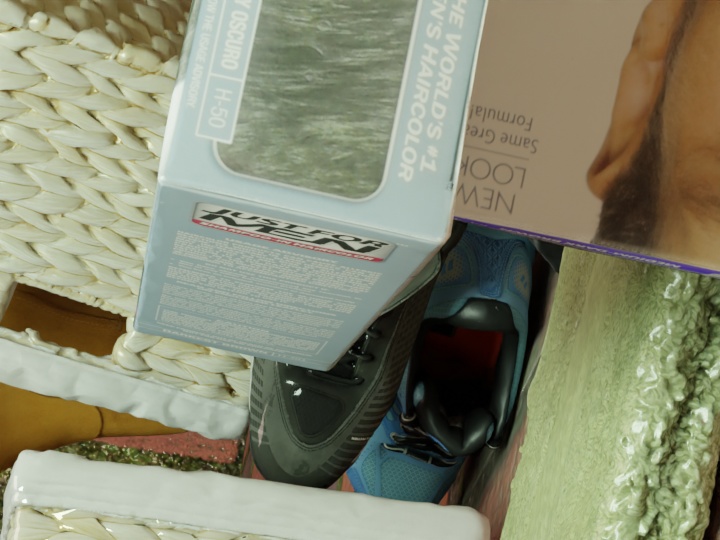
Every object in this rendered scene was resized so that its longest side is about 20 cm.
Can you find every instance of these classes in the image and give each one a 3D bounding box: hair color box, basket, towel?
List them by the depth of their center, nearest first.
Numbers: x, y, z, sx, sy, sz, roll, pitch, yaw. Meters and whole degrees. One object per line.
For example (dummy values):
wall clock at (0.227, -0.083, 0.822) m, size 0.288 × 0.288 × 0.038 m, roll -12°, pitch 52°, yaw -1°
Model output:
hair color box at (-0.014, -0.041, 0.517) m, size 0.200 × 0.060 × 0.100 m, roll 129°, pitch 153°, yaw -77°
hair color box at (0.085, -0.101, 0.520) m, size 0.065 × 0.109 × 0.201 m, roll -135°, pitch 57°, yaw -84°
towel at (0.085, 0.021, 0.649) m, size 0.148 × 0.036 × 0.201 m, roll -136°, pitch 58°, yaw -83°
basket at (-0.060, 0.189, 0.913) m, size 0.198 × 0.199 × 0.162 m, roll 113°, pitch 163°, yaw -65°
basket at (-0.127, -0.056, 0.987) m, size 0.162 × 0.197 × 0.200 m, roll -64°, pitch 24°, yaw 18°

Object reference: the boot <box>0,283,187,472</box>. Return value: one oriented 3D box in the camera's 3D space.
boot at (-0.147, 0.066, 1.025) m, size 0.202 × 0.143 × 0.071 m, roll -97°, pitch 27°, yaw -43°

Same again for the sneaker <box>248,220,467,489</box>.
sneaker at (0.000, 0.000, 0.877) m, size 0.091 × 0.066 × 0.201 m, roll -45°, pitch -22°, yaw -83°

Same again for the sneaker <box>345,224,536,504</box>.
sneaker at (0.029, 0.054, 0.978) m, size 0.201 × 0.078 × 0.090 m, roll 104°, pitch 169°, yaw -46°

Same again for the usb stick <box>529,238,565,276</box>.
usb stick at (0.088, -0.084, 0.785) m, size 0.032 × 0.055 × 0.201 m, roll -19°, pitch 48°, yaw 37°
